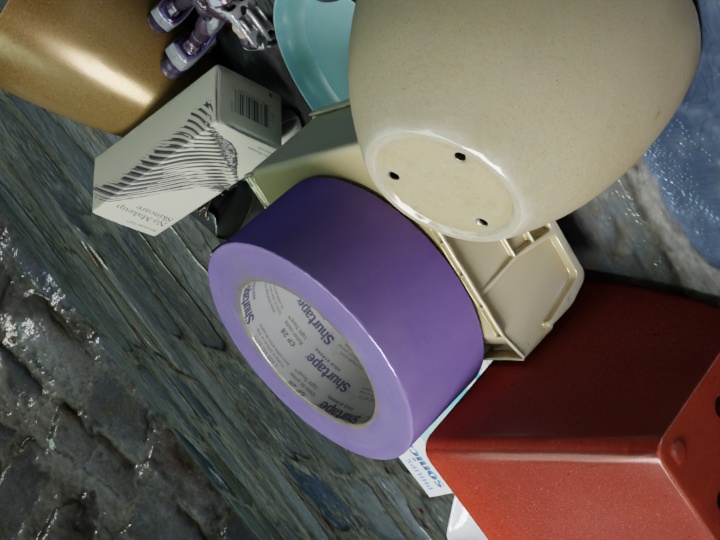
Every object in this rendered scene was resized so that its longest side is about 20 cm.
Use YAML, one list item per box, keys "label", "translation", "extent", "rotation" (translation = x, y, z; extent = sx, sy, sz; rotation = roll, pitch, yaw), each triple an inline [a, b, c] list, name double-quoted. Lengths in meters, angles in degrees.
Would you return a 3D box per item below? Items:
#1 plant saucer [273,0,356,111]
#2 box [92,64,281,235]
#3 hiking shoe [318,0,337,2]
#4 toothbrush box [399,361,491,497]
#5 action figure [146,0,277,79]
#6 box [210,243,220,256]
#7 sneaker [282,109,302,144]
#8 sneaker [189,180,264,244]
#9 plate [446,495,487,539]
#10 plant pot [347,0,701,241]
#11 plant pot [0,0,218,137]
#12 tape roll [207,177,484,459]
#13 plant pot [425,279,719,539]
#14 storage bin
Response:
- label: "plant saucer"
  translation: [0.007, -0.151, 0.923]
  extent: [0.200, 0.027, 0.200]
  rotation: [40, 158, 20]
- label: "box"
  translation: [-0.167, -0.109, 1.091]
  extent: [0.082, 0.068, 0.200]
  rotation: [21, 143, -38]
- label: "hiking shoe"
  translation: [0.023, -0.195, 0.734]
  extent: [0.101, 0.076, 0.200]
  rotation: [55, 159, -9]
- label: "toothbrush box"
  translation: [0.104, 0.114, 1.039]
  extent: [0.200, 0.085, 0.146]
  rotation: [-25, 106, 48]
- label: "action figure"
  translation: [-0.134, -0.238, 1.007]
  extent: [0.130, 0.069, 0.200]
  rotation: [59, 155, -9]
- label: "box"
  translation: [-0.046, 0.034, 1.256]
  extent: [0.148, 0.107, 0.200]
  rotation: [17, 144, 56]
- label: "sneaker"
  translation: [-0.113, -0.118, 1.172]
  extent: [0.200, 0.070, 0.080]
  rotation: [18, 147, 54]
- label: "sneaker"
  translation: [-0.159, -0.074, 1.199]
  extent: [0.106, 0.075, 0.200]
  rotation: [30, 180, -23]
- label: "plate"
  translation: [0.173, 0.207, 1.093]
  extent: [0.199, 0.032, 0.200]
  rotation: [24, 108, 50]
- label: "plant pot"
  translation: [0.072, -0.096, 0.644]
  extent: [0.200, 0.135, 0.200]
  rotation: [22, 154, 12]
- label: "plant pot"
  translation: [-0.243, -0.211, 1.146]
  extent: [0.200, 0.187, 0.186]
  rotation: [35, 162, -9]
- label: "tape roll"
  translation: [-0.013, 0.037, 0.845]
  extent: [0.200, 0.085, 0.200]
  rotation: [35, 149, 25]
- label: "plant pot"
  translation: [0.205, 0.131, 0.810]
  extent: [0.176, 0.200, 0.200]
  rotation: [-12, 119, 55]
- label: "storage bin"
  translation: [0.039, -0.032, 0.874]
  extent: [0.200, 0.094, 0.199]
  rotation: [-6, 122, 56]
